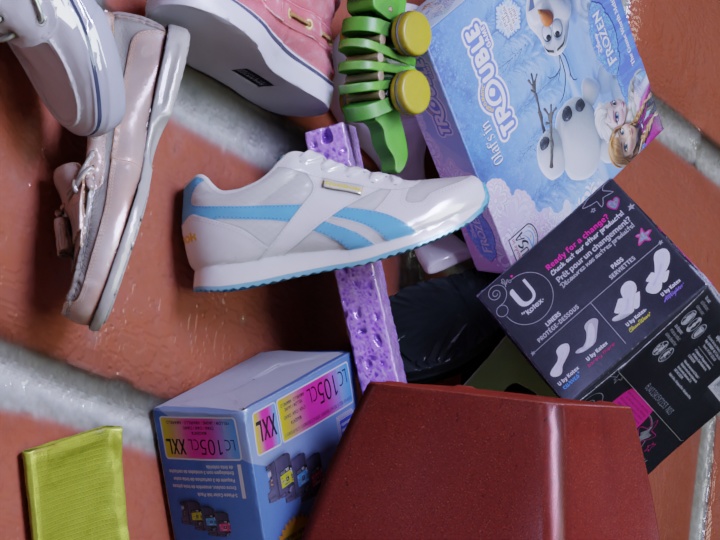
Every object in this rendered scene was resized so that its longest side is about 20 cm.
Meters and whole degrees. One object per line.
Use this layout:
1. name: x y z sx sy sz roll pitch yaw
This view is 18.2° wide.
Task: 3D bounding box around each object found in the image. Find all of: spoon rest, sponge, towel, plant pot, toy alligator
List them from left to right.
1. towel: -0.164 0.199 1.359 0.086 0.018 0.201 -16 103 -58
2. sponge: 0.000 0.000 1.540 0.112 0.030 0.200 -20 98 -86
3. toy alligator: 0.009 -0.166 1.511 0.054 0.059 0.201 4 85 -48
4. spoon rest: 0.032 -0.098 1.628 0.099 0.061 0.200 -22 115 -15
5. plant pot: 0.083 0.164 1.437 0.200 0.200 0.177 8 88 -62

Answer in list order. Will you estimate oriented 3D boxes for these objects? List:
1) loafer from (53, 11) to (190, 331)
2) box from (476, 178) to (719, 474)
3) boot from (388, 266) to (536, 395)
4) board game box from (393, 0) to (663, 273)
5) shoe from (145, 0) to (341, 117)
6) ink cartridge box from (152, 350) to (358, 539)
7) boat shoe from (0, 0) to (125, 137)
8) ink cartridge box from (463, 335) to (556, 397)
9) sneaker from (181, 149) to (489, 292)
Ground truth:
1. loafer: -0.155 -0.062 1.346 0.063 0.072 0.200 18 68 -11
2. box: 0.190 0.043 1.600 0.132 0.115 0.200 -42 152 4
3. boot: 0.088 0.065 1.692 0.198 0.073 0.163 -27 148 -16
4. board game box: 0.124 -0.135 1.629 0.199 0.043 0.200 -42 123 -32
5. shoe: -0.073 -0.173 1.462 0.200 0.071 0.091 31 62 -60
6. ink cartridge box: -0.055 0.166 1.481 0.136 0.076 0.200 -26 114 -55
7. boat shoe: -0.201 -0.159 1.269 0.067 0.073 0.200 -35 109 -36
8. ink cartridge box: 0.084 0.163 1.642 0.200 0.048 0.146 -46 136 -5
9. sneaker: -0.016 -0.040 1.446 0.077 0.200 0.081 162 -83 -84
